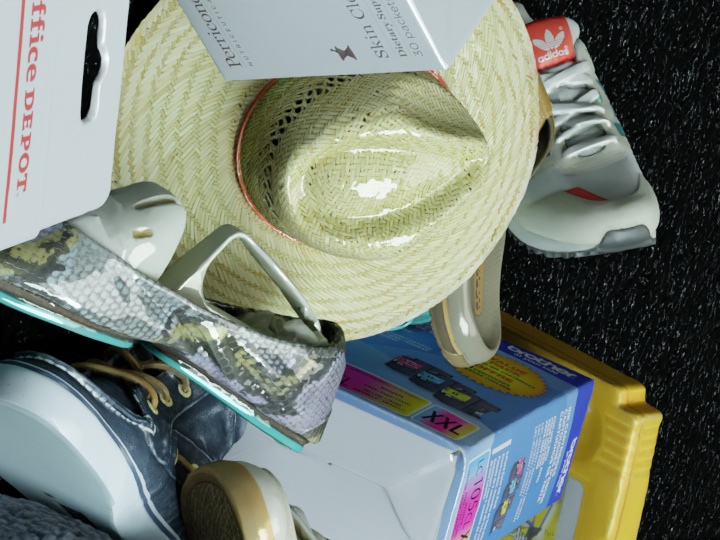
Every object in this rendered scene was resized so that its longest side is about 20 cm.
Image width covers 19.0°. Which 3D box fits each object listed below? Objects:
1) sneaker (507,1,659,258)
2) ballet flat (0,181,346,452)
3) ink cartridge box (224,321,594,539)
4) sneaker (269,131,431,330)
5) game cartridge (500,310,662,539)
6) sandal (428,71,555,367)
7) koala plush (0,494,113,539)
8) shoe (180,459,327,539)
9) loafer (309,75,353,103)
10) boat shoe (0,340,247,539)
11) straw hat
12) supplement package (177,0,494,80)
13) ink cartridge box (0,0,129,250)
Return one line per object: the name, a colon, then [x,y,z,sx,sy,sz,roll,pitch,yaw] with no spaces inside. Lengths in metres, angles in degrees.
sneaker: [0.100,-0.080,1.139,0.200,0.070,0.094,-119,-158,-61]
ballet flat: [-0.078,0.005,0.835,0.200,0.072,0.073,31,77,-39]
ink cartridge box: [0.029,0.075,1.095,0.200,0.136,0.077,-16,126,-62]
sneaker: [0.000,0.000,1.030,0.078,0.080,0.200,-48,153,11]
game cartridge: [0.082,0.133,1.212,0.032,0.176,0.202,-5,111,-39]
sandal: [0.064,-0.054,1.003,0.080,0.054,0.202,-12,103,-66]
koala plush: [-0.138,0.109,0.676,0.185,0.199,0.177,-66,155,-15]
shoe: [-0.039,0.124,0.912,0.053,0.070,0.200,-24,158,-14]
loafer: [0.000,-0.130,0.947,0.201,0.068,0.076,77,0,-46]
boat shoe: [-0.102,0.058,0.890,0.201,0.070,0.091,72,41,-64]
straw hat: [0.001,-0.045,0.881,0.199,0.085,0.203,-7,109,-20]
supplement package: [-0.018,-0.194,0.767,0.156,0.110,0.201,-56,129,-32]
ink cartridge box: [-0.157,-0.060,0.684,0.200,0.066,0.117,-26,128,-59]
